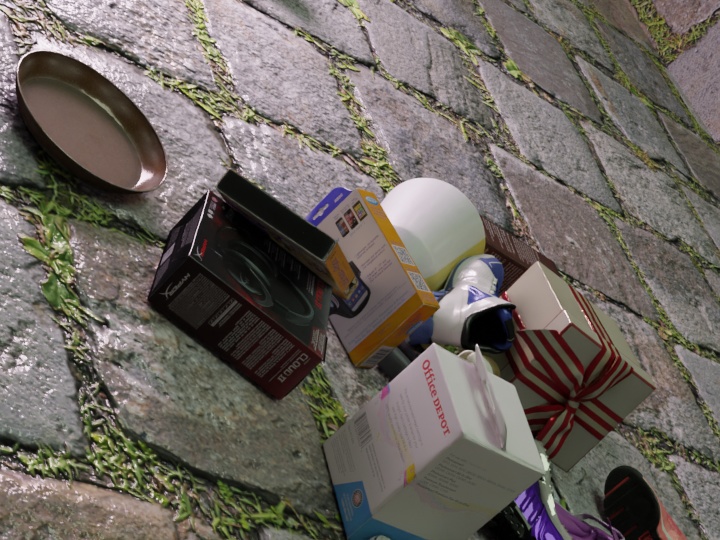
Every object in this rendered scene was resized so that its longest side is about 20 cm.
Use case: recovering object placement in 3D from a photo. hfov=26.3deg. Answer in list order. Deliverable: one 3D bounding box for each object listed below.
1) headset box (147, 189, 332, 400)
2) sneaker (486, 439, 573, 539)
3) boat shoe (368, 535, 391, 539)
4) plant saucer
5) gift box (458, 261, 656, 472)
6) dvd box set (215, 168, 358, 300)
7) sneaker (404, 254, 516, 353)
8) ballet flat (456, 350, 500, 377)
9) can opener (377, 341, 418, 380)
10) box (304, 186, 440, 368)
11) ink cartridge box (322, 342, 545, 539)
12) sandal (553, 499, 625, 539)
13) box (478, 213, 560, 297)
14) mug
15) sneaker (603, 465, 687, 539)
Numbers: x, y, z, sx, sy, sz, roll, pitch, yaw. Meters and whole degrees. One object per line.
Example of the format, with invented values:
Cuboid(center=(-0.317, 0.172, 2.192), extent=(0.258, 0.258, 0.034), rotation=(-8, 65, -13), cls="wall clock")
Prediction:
Cuboid(center=(-0.115, 0.030, 1.622), extent=(0.200, 0.077, 0.149), rotation=(38, 25, -16), cls="headset box")
Cuboid(center=(0.173, 0.284, 1.732), extent=(0.099, 0.070, 0.201), rotation=(5, 53, -28), cls="sneaker")
Cuboid(center=(0.083, 0.331, 1.495), extent=(0.200, 0.070, 0.071), rotation=(53, 24, 11), cls="boat shoe")
Cuboid(center=(-0.295, -0.153, 1.661), extent=(0.200, 0.032, 0.200), rotation=(36, 26, -21), cls="plant saucer")
Cuboid(center=(0.229, 0.124, 1.934), extent=(0.200, 0.185, 0.187), rotation=(30, 20, -25), cls="gift box")
Cuboid(center=(-0.076, -0.036, 1.691), extent=(0.146, 0.029, 0.200), rotation=(35, -7, 13), cls="dvd box set")
Cuboid(center=(0.144, 0.053, 1.853), extent=(0.115, 0.081, 0.199), rotation=(16, 26, 24), cls="sneaker")
Cuboid(center=(0.099, 0.127, 1.745), extent=(0.200, 0.072, 0.068), rotation=(-19, 61, -37), cls="ballet flat")
Cuboid(center=(0.107, 0.148, 1.817), extent=(0.200, 0.067, 0.053), rotation=(46, 23, -3), cls="can opener")
Cuboid(center=(0.000, 0.000, 1.804), extent=(0.041, 0.119, 0.200), rotation=(15, 40, -50), cls="box")
Cuboid(center=(0.081, 0.183, 1.558), extent=(0.125, 0.200, 0.129), rotation=(28, 30, -35), cls="ink cartridge box")
Cuboid(center=(0.283, 0.322, 1.863), extent=(0.202, 0.050, 0.083), rotation=(31, 29, -33), cls="sandal")
Cuboid(center=(0.179, -0.002, 2.125), extent=(0.200, 0.100, 0.075), rotation=(32, 28, -32), cls="box")
Cuboid(center=(0.075, -0.011, 1.925), extent=(0.187, 0.150, 0.153), rotation=(42, 32, 5), cls="mug")
Cuboid(center=(0.379, 0.346, 1.986), extent=(0.200, 0.074, 0.087), rotation=(60, 13, 19), cls="sneaker")
